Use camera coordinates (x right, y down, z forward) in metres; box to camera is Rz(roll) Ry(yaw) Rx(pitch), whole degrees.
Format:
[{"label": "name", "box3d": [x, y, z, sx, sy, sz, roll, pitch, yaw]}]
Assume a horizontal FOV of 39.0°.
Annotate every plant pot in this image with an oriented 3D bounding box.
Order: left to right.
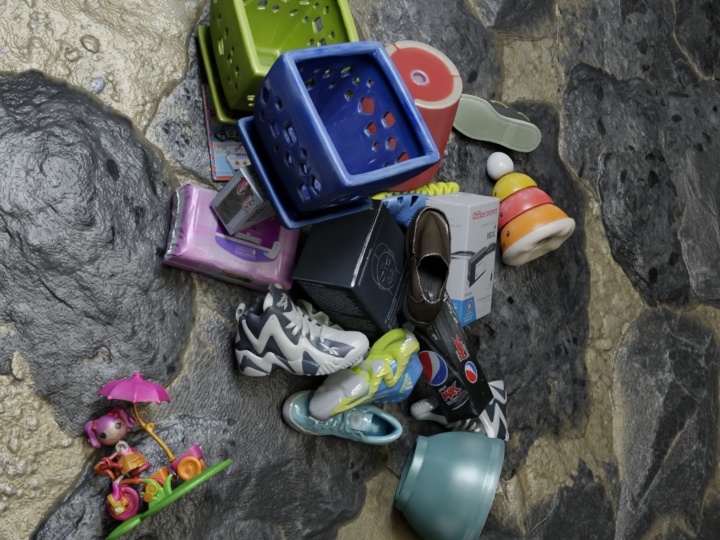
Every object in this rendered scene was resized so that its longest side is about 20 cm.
[{"label": "plant pot", "box3d": [-0.132, -0.327, 1.537, 0.197, 0.181, 0.202, -3, 67, -33]}, {"label": "plant pot", "box3d": [-0.042, -0.176, 1.390, 0.199, 0.180, 0.201, -18, 77, -44]}, {"label": "plant pot", "box3d": [0.066, -0.255, 1.630, 0.198, 0.178, 0.202, 11, 54, -15]}, {"label": "plant pot", "box3d": [0.131, 0.340, 1.609, 0.133, 0.201, 0.202, 21, 68, 1]}]

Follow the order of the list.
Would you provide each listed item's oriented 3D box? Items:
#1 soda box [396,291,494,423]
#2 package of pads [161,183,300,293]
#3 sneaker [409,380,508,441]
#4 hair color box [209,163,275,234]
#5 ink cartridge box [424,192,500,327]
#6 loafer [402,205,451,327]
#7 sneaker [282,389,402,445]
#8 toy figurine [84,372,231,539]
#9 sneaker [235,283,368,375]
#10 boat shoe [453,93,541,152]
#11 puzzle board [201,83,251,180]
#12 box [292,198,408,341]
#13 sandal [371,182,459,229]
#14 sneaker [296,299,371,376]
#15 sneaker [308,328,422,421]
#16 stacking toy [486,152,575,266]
[{"label": "soda box", "box3d": [0.135, 0.135, 1.601, 0.071, 0.063, 0.202, -36, 104, -52]}, {"label": "package of pads", "box3d": [-0.192, -0.046, 1.524, 0.198, 0.075, 0.122, 17, 71, -30]}, {"label": "sneaker", "box3d": [0.175, 0.263, 1.700, 0.198, 0.079, 0.131, -3, 74, -43]}, {"label": "hair color box", "box3d": [-0.116, -0.130, 1.501, 0.199, 0.099, 0.061, -30, 83, -45]}, {"label": "ink cartridge box", "box3d": [0.162, -0.021, 1.674, 0.144, 0.083, 0.203, -18, 114, -61]}, {"label": "loafer", "box3d": [0.111, -0.014, 1.536, 0.072, 0.071, 0.202, 13, 62, -16]}, {"label": "sneaker", "box3d": [-0.021, 0.226, 1.581, 0.198, 0.082, 0.075, 14, 73, -30]}, {"label": "toy figurine", "box3d": [-0.308, 0.241, 1.393, 0.199, 0.150, 0.185, -32, 85, -8]}, {"label": "sneaker", "box3d": [-0.093, 0.079, 1.487, 0.080, 0.197, 0.131, -66, 150, -61]}, {"label": "boat shoe", "box3d": [0.233, -0.274, 1.850, 0.199, 0.061, 0.072, 21, 115, -19]}, {"label": "puzzle board", "box3d": [-0.152, -0.221, 1.618, 0.198, 0.017, 0.153, -5, 84, -33]}, {"label": "box", "box3d": [0.000, 0.000, 1.569, 0.200, 0.106, 0.150, 54, 50, -54]}, {"label": "sandal", "box3d": [0.091, -0.101, 1.718, 0.198, 0.079, 0.088, -6, 88, -32]}, {"label": "sneaker", "box3d": [-0.042, 0.137, 1.597, 0.199, 0.074, 0.089, 36, 73, -14]}, {"label": "sneaker", "box3d": [0.020, 0.183, 1.550, 0.199, 0.076, 0.106, -36, 124, -8]}, {"label": "stacking toy", "box3d": [0.283, -0.123, 1.835, 0.145, 0.146, 0.201, -15, 70, -33]}]
